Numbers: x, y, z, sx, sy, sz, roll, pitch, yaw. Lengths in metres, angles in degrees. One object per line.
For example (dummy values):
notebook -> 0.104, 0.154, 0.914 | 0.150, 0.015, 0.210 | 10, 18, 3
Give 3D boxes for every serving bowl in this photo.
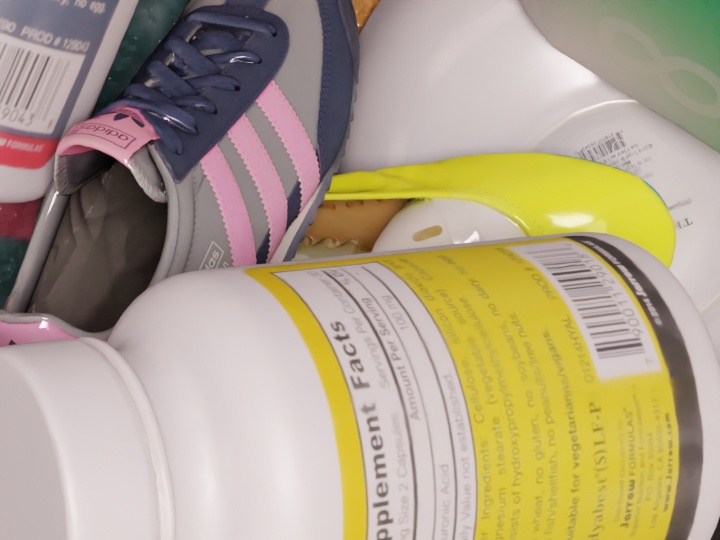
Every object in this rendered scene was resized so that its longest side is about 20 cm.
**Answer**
serving bowl -> 0.088, -0.028, 0.797 | 0.199, 0.066, 0.201 | 0, 111, -1

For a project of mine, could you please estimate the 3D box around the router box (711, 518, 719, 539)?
router box -> 0.118, 0.089, 0.836 | 0.199, 0.052, 0.157 | -8, 155, -12

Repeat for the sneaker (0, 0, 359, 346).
sneaker -> -0.054, -0.036, 0.713 | 0.070, 0.201, 0.082 | 3, 148, 24

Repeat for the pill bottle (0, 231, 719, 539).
pill bottle -> -0.006, 0.051, 0.640 | 0.199, 0.111, 0.112 | -5, 113, -31

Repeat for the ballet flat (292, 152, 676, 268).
ballet flat -> 0.000, 0.000, 0.754 | 0.199, 0.067, 0.067 | 2, 115, 22

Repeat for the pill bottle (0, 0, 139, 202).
pill bottle -> -0.106, -0.134, 0.695 | 0.119, 0.120, 0.201 | 21, 104, -22

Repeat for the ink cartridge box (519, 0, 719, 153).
ink cartridge box -> 0.054, -0.125, 0.678 | 0.199, 0.161, 0.050 | 31, 74, 7
